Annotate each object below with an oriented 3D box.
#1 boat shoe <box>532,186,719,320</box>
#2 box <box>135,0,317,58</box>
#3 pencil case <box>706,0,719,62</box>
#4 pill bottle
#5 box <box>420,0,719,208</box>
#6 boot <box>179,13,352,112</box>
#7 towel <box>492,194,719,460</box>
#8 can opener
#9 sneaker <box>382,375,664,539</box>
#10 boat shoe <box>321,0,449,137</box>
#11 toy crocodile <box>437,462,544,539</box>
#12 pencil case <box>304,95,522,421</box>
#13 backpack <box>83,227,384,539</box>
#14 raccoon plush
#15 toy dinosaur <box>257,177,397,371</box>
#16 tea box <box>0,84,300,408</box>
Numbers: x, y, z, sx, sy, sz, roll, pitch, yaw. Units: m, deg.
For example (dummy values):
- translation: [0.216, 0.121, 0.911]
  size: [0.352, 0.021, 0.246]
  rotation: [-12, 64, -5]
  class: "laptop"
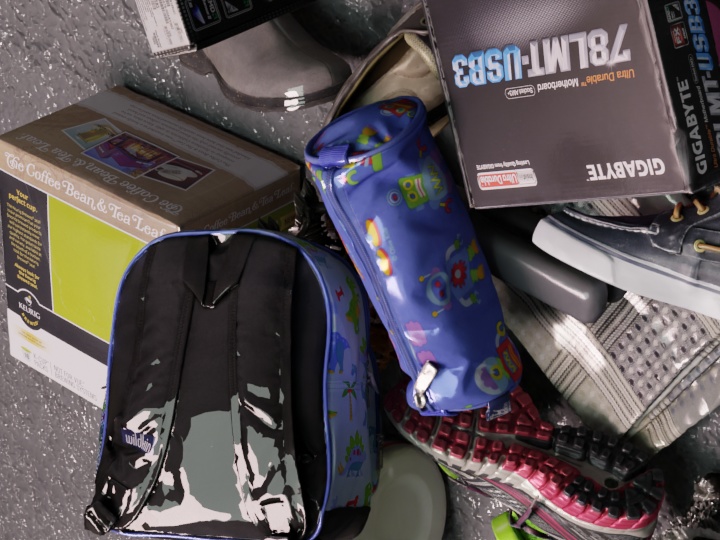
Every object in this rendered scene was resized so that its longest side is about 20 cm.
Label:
- translation: [0.204, -0.021, 1.169]
  size: [0.199, 0.071, 0.092]
  rotation: [20, 96, 18]
  class: "boat shoe"
- translation: [-0.081, -0.255, 1.261]
  size: [0.047, 0.193, 0.201]
  rotation: [-4, 107, 47]
  class: "box"
- translation: [0.165, -0.148, 1.154]
  size: [0.093, 0.090, 0.202]
  rotation: [4, 111, 45]
  class: "pencil case"
- translation: [-0.043, 0.168, 1.513]
  size: [0.199, 0.112, 0.113]
  rotation: [9, 118, 41]
  class: "pill bottle"
- translation: [0.110, -0.138, 1.119]
  size: [0.199, 0.049, 0.200]
  rotation: [0, 105, 58]
  class: "box"
- translation: [-0.078, -0.189, 1.365]
  size: [0.200, 0.069, 0.133]
  rotation: [27, 129, 48]
  class: "boot"
- translation: [0.160, 0.014, 1.277]
  size: [0.200, 0.034, 0.193]
  rotation: [51, 134, 11]
  class: "towel"
- translation: [0.078, -0.013, 1.288]
  size: [0.199, 0.053, 0.067]
  rotation: [29, 135, 28]
  class: "can opener"
- translation: [0.100, 0.130, 1.318]
  size: [0.199, 0.081, 0.075]
  rotation: [29, 141, 21]
  class: "sneaker"
- translation: [0.054, -0.132, 1.244]
  size: [0.073, 0.065, 0.200]
  rotation: [47, 113, 9]
  class: "boat shoe"
- translation: [0.107, 0.140, 1.389]
  size: [0.067, 0.062, 0.201]
  rotation: [-36, 89, 13]
  class: "toy crocodile"
- translation: [0.033, -0.003, 1.229]
  size: [0.078, 0.087, 0.201]
  rotation: [-6, 115, 40]
  class: "pencil case"
- translation: [-0.075, 0.074, 1.323]
  size: [0.182, 0.147, 0.202]
  rotation: [2, 90, 22]
  class: "backpack"
- translation: [0.200, 0.222, 1.280]
  size: [0.097, 0.134, 0.201]
  rotation: [41, 135, 19]
  class: "raccoon plush"
- translation: [0.000, 0.000, 1.395]
  size: [0.135, 0.102, 0.202]
  rotation: [16, 95, 15]
  class: "toy dinosaur"
- translation: [-0.159, -0.005, 1.519]
  size: [0.199, 0.133, 0.198]
  rotation: [26, 129, 33]
  class: "tea box"
